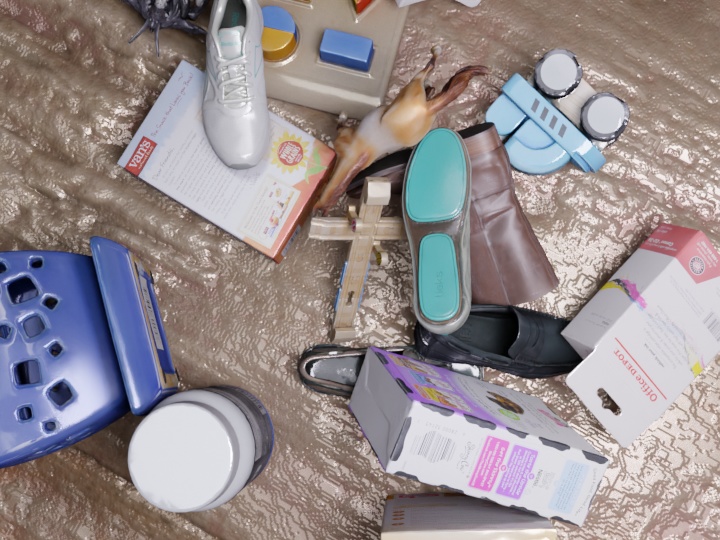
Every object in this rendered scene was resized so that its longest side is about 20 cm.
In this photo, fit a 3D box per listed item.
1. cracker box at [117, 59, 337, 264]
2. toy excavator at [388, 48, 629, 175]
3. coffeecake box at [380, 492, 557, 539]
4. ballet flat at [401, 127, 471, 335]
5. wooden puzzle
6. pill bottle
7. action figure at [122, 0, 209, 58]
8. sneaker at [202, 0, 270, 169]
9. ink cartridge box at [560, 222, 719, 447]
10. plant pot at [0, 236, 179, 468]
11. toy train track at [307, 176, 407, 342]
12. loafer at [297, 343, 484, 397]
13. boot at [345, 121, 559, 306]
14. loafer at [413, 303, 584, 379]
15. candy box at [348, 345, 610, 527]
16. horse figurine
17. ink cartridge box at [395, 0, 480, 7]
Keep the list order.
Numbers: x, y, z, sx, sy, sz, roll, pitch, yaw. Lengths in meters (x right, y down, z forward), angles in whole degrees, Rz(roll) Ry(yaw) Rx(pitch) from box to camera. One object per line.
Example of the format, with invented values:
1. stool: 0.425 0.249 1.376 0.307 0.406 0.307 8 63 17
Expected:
1. cracker box: -0.140 -0.116 1.002 0.199 0.058 0.134 31 85 4
2. toy excavator: 0.152 -0.144 0.978 0.194 0.100 0.200 44 98 6
3. coffeecake box: 0.099 0.263 0.885 0.153 0.200 0.073 -3 86 3
4. ballet flat: 0.075 -0.036 0.897 0.067 0.064 0.201 -1 77 11
5. wooden puzzle: -0.044 -0.282 1.017 0.184 0.046 0.201 15 86 4
6. pill bottle: -0.152 0.172 0.906 0.113 0.200 0.114 0 85 3
7. action figure: -0.198 -0.337 1.003 0.118 0.102 0.201 22 85 -7
8. sneaker: -0.131 -0.204 0.946 0.070 0.080 0.201 -4 81 -3
9. ink cartridge box: 0.287 0.065 0.934 0.200 0.067 0.117 -45 110 -6
10. plant pot: -0.290 0.074 0.929 0.179 0.200 0.201 -15 84 -6
11. toy train track: 0.000 0.000 0.937 0.114 0.033 0.201 -1 128 -21
12. loafer: 0.031 0.110 0.971 0.199 0.063 0.072 1 85 3
13. boot: 0.093 -0.034 0.971 0.186 0.064 0.201 -15 110 26
14. loafer: 0.154 0.070 0.947 0.199 0.070 0.068 6 70 -13
15. candy box: 0.105 0.152 0.880 0.199 0.168 0.072 19 97 -15
16. horse figurine: 0.030 -0.146 0.909 0.200 0.133 0.050 -27 120 32
17. ink cartridge box: 0.080 -0.381 0.961 0.125 0.129 0.201 -22 83 -21
